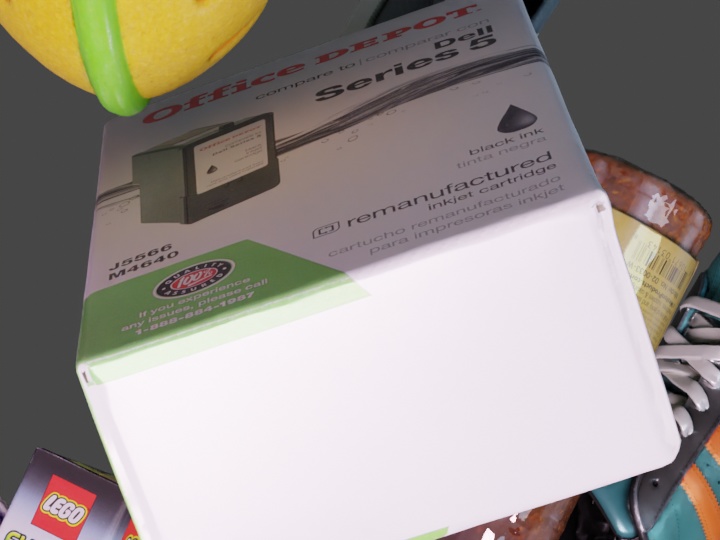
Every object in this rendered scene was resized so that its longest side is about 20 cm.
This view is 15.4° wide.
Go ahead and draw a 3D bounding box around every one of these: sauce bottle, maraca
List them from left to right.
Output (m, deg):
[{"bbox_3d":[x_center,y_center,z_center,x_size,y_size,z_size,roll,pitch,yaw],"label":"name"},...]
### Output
[{"bbox_3d":[-0.069,-0.143,0.762,0.106,0.137,0.201,0,116,3],"label":"maraca"},{"bbox_3d":[0.056,0.056,0.948,0.066,0.066,0.201,33,81,-38],"label":"sauce bottle"}]

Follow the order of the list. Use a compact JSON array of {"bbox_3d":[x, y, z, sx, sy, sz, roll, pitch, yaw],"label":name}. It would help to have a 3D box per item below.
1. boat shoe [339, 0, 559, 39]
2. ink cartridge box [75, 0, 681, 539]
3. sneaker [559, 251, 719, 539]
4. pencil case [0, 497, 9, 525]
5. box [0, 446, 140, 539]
[{"bbox_3d":[0.066,-0.126,0.907,0.073,0.062,0.201,38,79,-38],"label":"boat shoe"},{"bbox_3d":[0.000,0.000,0.777,0.145,0.200,0.084,-19,112,3],"label":"ink cartridge box"},{"bbox_3d":[0.116,0.067,0.993,0.080,0.071,0.201,24,88,-41],"label":"sneaker"},{"bbox_3d":[-0.161,0.039,0.765,0.085,0.084,0.201,-24,122,4],"label":"pencil case"},{"bbox_3d":[-0.068,0.126,0.833,0.111,0.035,0.200,-66,158,-4],"label":"box"}]
